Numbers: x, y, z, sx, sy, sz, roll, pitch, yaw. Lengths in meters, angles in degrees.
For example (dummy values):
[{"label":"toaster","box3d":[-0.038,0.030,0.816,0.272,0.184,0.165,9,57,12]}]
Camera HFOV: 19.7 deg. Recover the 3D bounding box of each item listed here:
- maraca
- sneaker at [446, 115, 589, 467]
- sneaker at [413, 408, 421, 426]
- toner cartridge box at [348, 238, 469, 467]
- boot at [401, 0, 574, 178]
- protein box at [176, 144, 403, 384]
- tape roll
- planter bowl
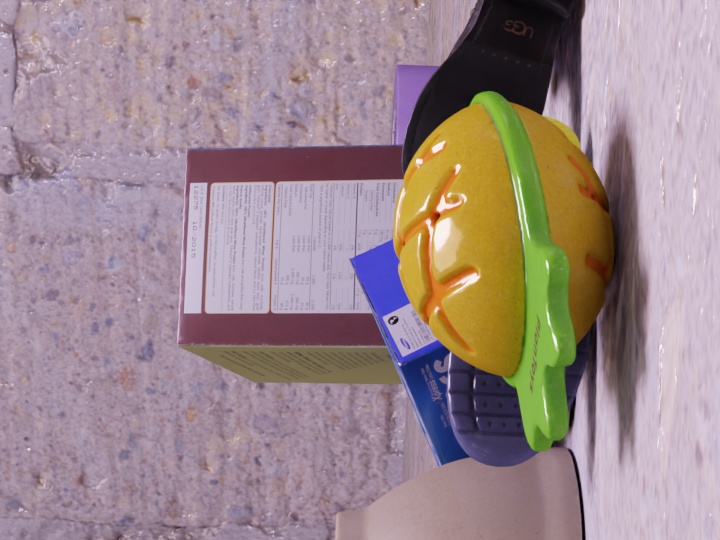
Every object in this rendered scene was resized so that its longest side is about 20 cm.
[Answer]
[{"label":"maraca","box3d":[0.074,-0.003,1.008,0.200,0.107,0.137,-105,10,-52]},{"label":"sneaker","box3d":[0.089,0.018,1.135,0.082,0.074,0.201,90,-171,-65]},{"label":"sneaker","box3d":[0.037,0.074,1.856,0.201,0.118,0.074,-74,-13,-55]},{"label":"toner cartridge box","box3d":[0.052,0.077,1.255,0.200,0.043,0.095,67,180,-46]},{"label":"boot","box3d":[0.085,-0.123,1.275,0.200,0.069,0.174,-64,-1,-3]},{"label":"protein box","box3d":[0.000,0.000,1.421,0.199,0.199,0.135,39,-128,-74]},{"label":"tape roll","box3d":[0.072,-0.098,2.016,0.200,0.085,0.201,-179,90,-89]},{"label":"planter bowl","box3d":[0.048,0.198,1.177,0.200,0.134,0.201,-177,90,-89]}]
